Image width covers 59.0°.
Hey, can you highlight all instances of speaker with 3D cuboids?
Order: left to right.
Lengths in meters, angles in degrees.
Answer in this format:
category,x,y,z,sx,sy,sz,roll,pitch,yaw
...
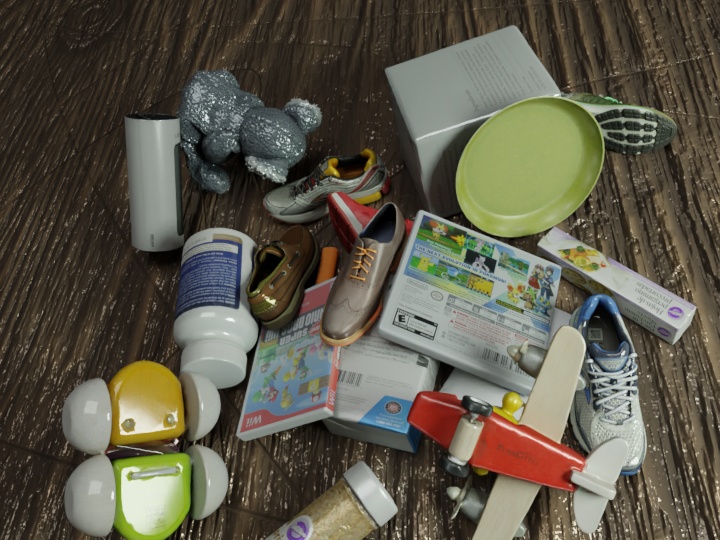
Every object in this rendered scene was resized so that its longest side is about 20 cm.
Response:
category,x,y,z,sx,sy,sz,roll,pitch,yaw
speaker,-0.313,-0.135,0.968,0.080,0.202,0.081,3,18,-1

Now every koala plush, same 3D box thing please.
category,x,y,z,sx,sy,sz,roll,pitch,yaw
koala plush,-0.172,-0.214,1.005,0.199,0.184,0.178,22,65,23

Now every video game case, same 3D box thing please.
category,x,y,z,sx,sy,sz,roll,pitch,yaw
video game case,-0.082,0.106,0.804,0.142,0.017,0.201,-23,42,29
video game case,0.137,0.035,0.773,0.198,0.022,0.183,22,59,0

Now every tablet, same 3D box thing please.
category,x,y,z,sx,sy,sz,roll,pitch,yaw
tablet,0.185,0.121,0.769,0.129,0.014,0.201,25,66,29

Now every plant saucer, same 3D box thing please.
category,x,y,z,sx,sy,sz,roll,pitch,yaw
plant saucer,0.216,-0.135,0.831,0.198,0.201,0.031,-18,37,2

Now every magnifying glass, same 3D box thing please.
category,x,y,z,sx,sy,sz,roll,pitch,yaw
magnifying glass,-0.057,0.055,0.879,0.079,0.022,0.201,-1,55,15

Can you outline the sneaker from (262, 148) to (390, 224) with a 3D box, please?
category,x,y,z,sx,sy,sz,roll,pitch,yaw
sneaker,-0.057,-0.136,0.973,0.198,0.082,0.078,-19,54,4

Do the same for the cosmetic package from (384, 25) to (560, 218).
category,x,y,z,sx,sy,sz,roll,pitch,yaw
cosmetic package,0.159,-0.207,0.909,0.198,0.168,0.167,-18,53,2

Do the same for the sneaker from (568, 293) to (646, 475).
category,x,y,z,sx,sy,sz,roll,pitch,yaw
sneaker,0.266,0.117,0.696,0.076,0.085,0.202,-7,61,7

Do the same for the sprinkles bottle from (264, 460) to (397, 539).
category,x,y,z,sx,sy,sz,roll,pitch,yaw
sprinkles bottle,-0.055,0.294,0.682,0.199,0.068,0.068,-37,54,-11

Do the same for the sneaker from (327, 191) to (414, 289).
category,x,y,z,sx,sy,sz,roll,pitch,yaw
sneaker,0.043,-0.054,0.905,0.115,0.079,0.201,-29,65,-16

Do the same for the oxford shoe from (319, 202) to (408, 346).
category,x,y,z,sx,sy,sz,roll,pitch,yaw
oxford shoe,0.000,0.000,0.779,0.071,0.073,0.201,13,55,19

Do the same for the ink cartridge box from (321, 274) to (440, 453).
category,x,y,z,sx,sy,sz,roll,pitch,yaw
ink cartridge box,0.037,0.107,0.785,0.115,0.068,0.201,8,59,21

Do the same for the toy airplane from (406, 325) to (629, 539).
category,x,y,z,sx,sy,sz,roll,pitch,yaw
toy airplane,0.166,0.178,0.658,0.199,0.141,0.201,-25,96,-3

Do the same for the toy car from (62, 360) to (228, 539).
category,x,y,z,sx,sy,sz,roll,pitch,yaw
toy car,-0.262,0.216,0.750,0.150,0.174,0.202,-31,64,46

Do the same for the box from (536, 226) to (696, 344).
category,x,y,z,sx,sy,sz,roll,pitch,yaw
box,0.310,0.014,0.791,0.039,0.042,0.200,-43,57,-15

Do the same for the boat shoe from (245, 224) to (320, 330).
category,x,y,z,sx,sy,sz,roll,pitch,yaw
boat shoe,-0.107,-0.011,0.879,0.071,0.068,0.201,-25,32,21

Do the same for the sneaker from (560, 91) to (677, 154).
category,x,y,z,sx,sy,sz,roll,pitch,yaw
sneaker,0.361,-0.233,0.935,0.198,0.077,0.089,17,53,23

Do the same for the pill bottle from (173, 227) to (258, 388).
category,x,y,z,sx,sy,sz,roll,pitch,yaw
pill bottle,-0.193,0.051,0.863,0.110,0.111,0.201,-11,53,8
